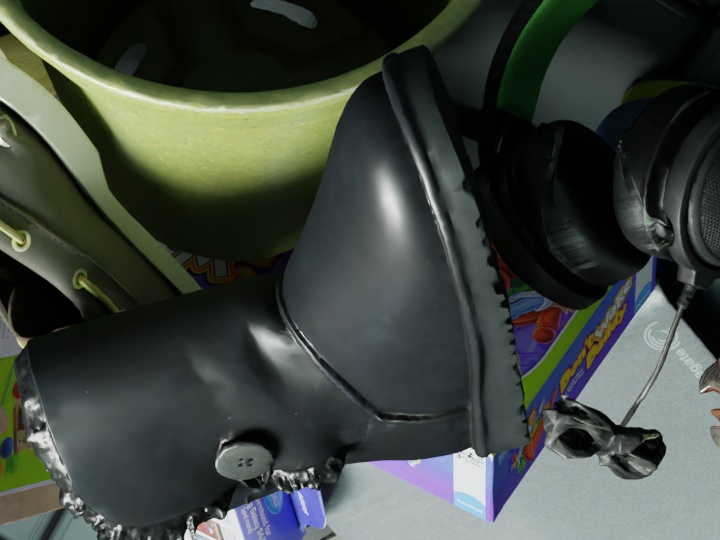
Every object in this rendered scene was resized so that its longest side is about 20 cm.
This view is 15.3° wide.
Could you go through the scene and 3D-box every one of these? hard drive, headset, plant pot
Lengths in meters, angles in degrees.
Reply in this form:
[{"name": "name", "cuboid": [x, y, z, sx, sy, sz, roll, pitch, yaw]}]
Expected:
[{"name": "hard drive", "cuboid": [0.089, 0.088, 1.166, 0.199, 0.033, 0.140, -30, 115, 27]}, {"name": "headset", "cuboid": [0.089, -0.027, 0.942, 0.123, 0.201, 0.094, -13, 160, 38]}, {"name": "plant pot", "cuboid": [-0.044, -0.101, 0.975, 0.199, 0.201, 0.184, 23, 155, 10]}]

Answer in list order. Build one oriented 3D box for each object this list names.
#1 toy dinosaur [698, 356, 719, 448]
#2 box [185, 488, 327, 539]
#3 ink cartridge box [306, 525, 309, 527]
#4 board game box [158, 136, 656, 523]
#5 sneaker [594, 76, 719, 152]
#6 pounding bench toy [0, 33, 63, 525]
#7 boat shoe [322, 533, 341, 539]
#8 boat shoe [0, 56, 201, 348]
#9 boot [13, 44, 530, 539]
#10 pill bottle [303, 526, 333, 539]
[{"name": "toy dinosaur", "cuboid": [0.244, 0.080, 1.060, 0.199, 0.136, 0.086, 8, 153, -22]}, {"name": "box", "cuboid": [-0.103, 0.063, 1.186, 0.199, 0.041, 0.119, 23, 144, 35]}, {"name": "ink cartridge box", "cuboid": [-0.074, 0.020, 1.223, 0.115, 0.067, 0.201, 15, 142, 21]}, {"name": "board game box", "cuboid": [0.000, 0.000, 1.069, 0.199, 0.135, 0.045, 24, 145, 21]}, {"name": "sneaker", "cuboid": [0.173, -0.022, 0.994, 0.199, 0.079, 0.066, 7, 137, 27]}, {"name": "pounding bench toy", "cuboid": [-0.195, -0.010, 1.096, 0.155, 0.124, 0.201, 11, 100, 26]}, {"name": "boat shoe", "cuboid": [-0.020, 0.160, 1.238, 0.072, 0.201, 0.060, -40, 76, 47]}, {"name": "boat shoe", "cuboid": [-0.108, 0.000, 0.965, 0.072, 0.060, 0.202, 21, 157, 38]}, {"name": "boot", "cuboid": [-0.035, 0.021, 0.891, 0.167, 0.077, 0.200, -15, 146, -1]}, {"name": "pill bottle", "cuboid": [-0.069, 0.191, 1.386, 0.113, 0.113, 0.200, 37, 144, -10]}]
